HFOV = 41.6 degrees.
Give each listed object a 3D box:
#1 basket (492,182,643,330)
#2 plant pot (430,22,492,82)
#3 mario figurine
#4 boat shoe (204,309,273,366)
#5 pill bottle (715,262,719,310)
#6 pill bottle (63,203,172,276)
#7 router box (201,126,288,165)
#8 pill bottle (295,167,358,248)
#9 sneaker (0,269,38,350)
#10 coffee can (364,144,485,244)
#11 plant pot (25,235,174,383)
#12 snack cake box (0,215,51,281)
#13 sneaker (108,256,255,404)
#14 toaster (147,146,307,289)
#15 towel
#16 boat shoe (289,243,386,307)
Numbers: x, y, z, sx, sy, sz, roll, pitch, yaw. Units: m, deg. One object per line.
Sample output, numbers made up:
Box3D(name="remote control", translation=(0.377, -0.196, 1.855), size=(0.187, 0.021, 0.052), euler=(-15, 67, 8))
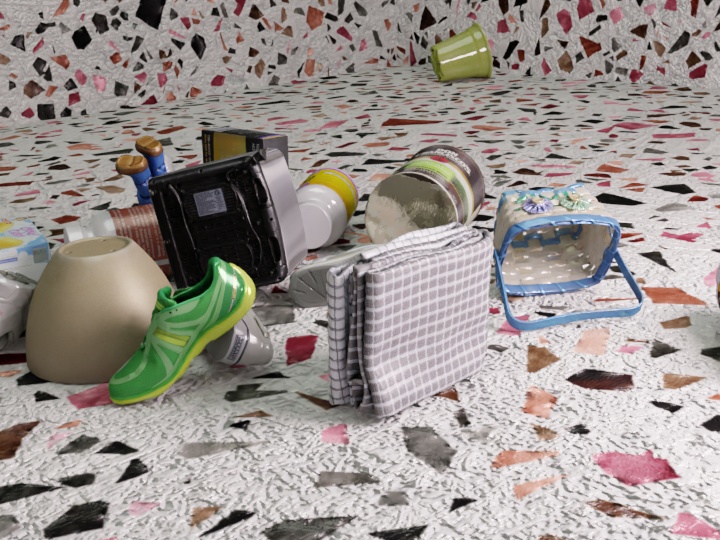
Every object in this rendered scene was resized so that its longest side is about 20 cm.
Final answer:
Box3D(name="basket", translation=(0.252, -0.014, 1.224), size=(0.174, 0.140, 0.202), euler=(-7, 53, -8))
Box3D(name="plant pot", translation=(0.354, -0.766, 3.406), size=(0.182, 0.203, 0.201), euler=(-18, 20, -7))
Box3D(name="mario figurine", translation=(-0.341, -0.111, 1.512), size=(0.122, 0.202, 0.106), euler=(-23, 43, -15))
Box3D(name="boat shoe", translation=(-0.157, 0.066, 1.148), size=(0.065, 0.073, 0.200), euler=(20, 2, -27))
Box3D(name="pill bottle", translation=(0.465, 0.037, 1.049), size=(0.108, 0.111, 0.200), euler=(-3, 18, 2))
Box3D(name="pill bottle", translation=(-0.337, -0.040, 1.420), size=(0.198, 0.114, 0.112), euler=(-11, 19, -23))
Box3D(name="router box", translation=(-0.179, -0.116, 1.482), size=(0.156, 0.203, 0.052), euler=(13, 21, 43))
Box3D(name="pill bottle", translation=(-0.066, -0.100, 1.566), size=(0.103, 0.106, 0.200), euler=(0, 18, 9))
Box3D(name="sneaker", translation=(-0.453, 0.054, 1.217), size=(0.077, 0.100, 0.200), euler=(25, -6, 0))
Box3D(name="coffee can", translation=(0.105, -0.103, 1.480), size=(0.144, 0.148, 0.200), euler=(3, 20, 19))
Box3D(name="plant pot", translation=(-0.316, 0.035, 1.158), size=(0.197, 0.136, 0.201), euler=(-3, 19, 1))
Box3D(name="snack cake box", translation=(-0.563, -0.027, 1.498), size=(0.114, 0.068, 0.199), euler=(-13, 21, -26))
Box3D(name="sneaker", translation=(-0.208, 0.062, 1.044), size=(0.200, 0.084, 0.074), euler=(-45, 27, -6))
Box3D(name="toaster", translation=(-0.176, -0.070, 1.325), size=(0.197, 0.183, 0.119), euler=(-11, 13, 19))
Box3D(name="towel", translation=(0.058, 0.050, 0.998), size=(0.199, 0.168, 0.085), euler=(-19, 30, -40))
Box3D(name="boat shoe", translation=(0.000, 0.002, 1.304), size=(0.199, 0.075, 0.065), euler=(-13, 17, -2))
